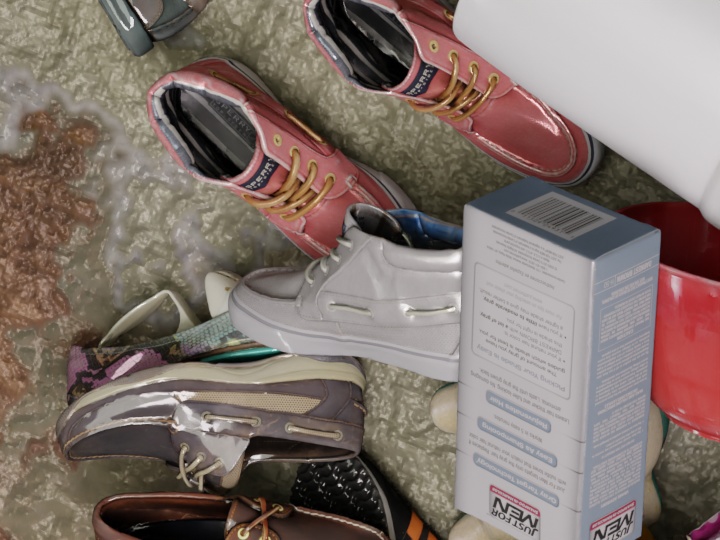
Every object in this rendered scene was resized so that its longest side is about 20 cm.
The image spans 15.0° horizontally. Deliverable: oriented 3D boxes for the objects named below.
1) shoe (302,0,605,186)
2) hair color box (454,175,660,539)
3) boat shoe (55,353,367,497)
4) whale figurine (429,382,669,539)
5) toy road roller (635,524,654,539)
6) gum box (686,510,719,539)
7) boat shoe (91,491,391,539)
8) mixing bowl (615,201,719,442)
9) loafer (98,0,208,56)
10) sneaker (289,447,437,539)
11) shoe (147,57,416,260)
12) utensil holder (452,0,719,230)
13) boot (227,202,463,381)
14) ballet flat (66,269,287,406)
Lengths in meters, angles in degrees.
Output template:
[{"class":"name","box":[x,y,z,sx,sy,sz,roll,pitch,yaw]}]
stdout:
[{"class":"shoe","box":[0.054,-0.114,1.667,0.200,0.091,0.072,40,118,8]},{"class":"hair color box","box":[0.110,0.059,1.557,0.099,0.060,0.201,25,126,39]},{"class":"boat shoe","box":[-0.091,0.100,1.715,0.199,0.075,0.074,-9,67,-4]},{"class":"whale figurine","box":[0.120,0.108,1.700,0.159,0.104,0.201,25,129,11]},{"class":"toy road roller","box":[0.141,0.249,1.632,0.145,0.123,0.201,7,82,28]},{"class":"gum box","box":[0.295,0.155,1.598,0.200,0.066,0.114,-32,90,-26]},{"class":"boat shoe","box":[-0.073,0.173,1.691,0.199,0.071,0.071,-2,127,19]},{"class":"mixing bowl","box":[0.233,0.038,1.591,0.199,0.200,0.109,12,105,14]},{"class":"loafer","box":[-0.167,-0.236,1.738,0.063,0.072,0.201,-29,97,-1]},{"class":"sneaker","box":[0.029,0.196,1.742,0.070,0.090,0.200,-45,57,14]},{"class":"shoe","box":[-0.047,-0.054,1.703,0.200,0.091,0.072,42,107,6]},{"class":"utensil holder","box":[0.177,-0.147,1.592,0.200,0.170,0.170,34,106,9]},{"class":"boot","box":[0.000,0.000,1.645,0.199,0.074,0.096,9,122,32]},{"class":"ballet flat","box":[-0.106,0.042,1.763,0.199,0.069,0.072,-19,76,19]}]
